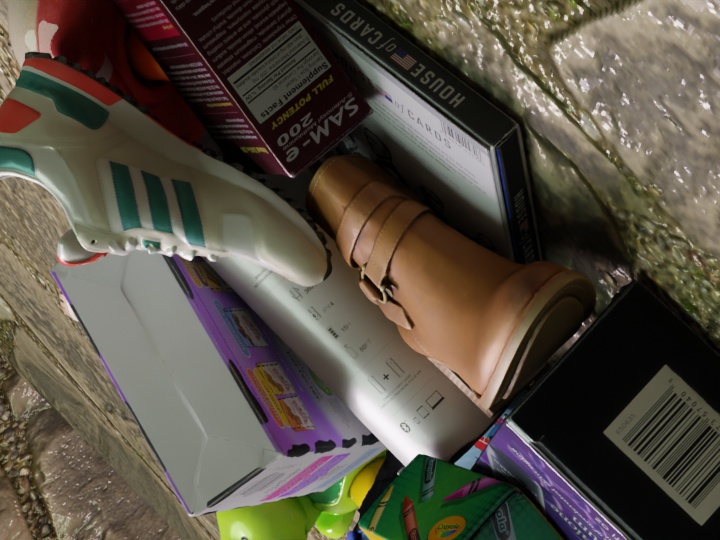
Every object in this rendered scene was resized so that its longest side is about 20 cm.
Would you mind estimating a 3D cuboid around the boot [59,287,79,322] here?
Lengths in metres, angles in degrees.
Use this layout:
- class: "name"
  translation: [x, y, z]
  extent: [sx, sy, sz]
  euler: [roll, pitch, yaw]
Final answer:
- class: "boot"
  translation: [-0.125, 0.031, 1.493]
  extent: [0.107, 0.075, 0.200]
  euler: [28, 165, 24]

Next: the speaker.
- class: "speaker"
  translation: [-0.006, 0.023, 1.309]
  extent: [0.200, 0.081, 0.081]
  euler: [45, 166, -3]

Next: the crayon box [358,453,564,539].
- class: "crayon box"
  translation: [0.098, 0.195, 1.251]
  extent: [0.200, 0.058, 0.119]
  euler: [50, 165, -20]

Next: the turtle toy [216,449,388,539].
- class: "turtle toy"
  translation: [-0.034, 0.117, 1.577]
  extent: [0.101, 0.202, 0.145]
  euler: [24, 169, -30]

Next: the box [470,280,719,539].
- class: "box"
  translation: [0.147, 0.112, 1.213]
  extent: [0.148, 0.104, 0.200]
  euler: [43, 165, 8]

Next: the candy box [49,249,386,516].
- class: "candy box"
  translation: [-0.074, 0.052, 1.370]
  extent: [0.168, 0.071, 0.200]
  euler: [59, -163, 13]

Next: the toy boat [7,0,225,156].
- class: "toy boat"
  translation: [-0.108, -0.131, 1.301]
  extent: [0.130, 0.131, 0.200]
  euler: [-2, 140, 29]

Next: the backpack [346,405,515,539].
- class: "backpack"
  translation: [0.102, 0.167, 1.402]
  extent: [0.182, 0.135, 0.200]
  euler: [36, 157, -12]

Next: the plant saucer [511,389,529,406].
- class: "plant saucer"
  translation: [0.117, 0.130, 1.527]
  extent: [0.070, 0.019, 0.200]
  euler: [39, 165, 26]

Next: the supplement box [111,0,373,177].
- class: "supplement box"
  translation: [-0.086, -0.144, 1.187]
  extent: [0.201, 0.061, 0.109]
  euler: [54, 168, -14]

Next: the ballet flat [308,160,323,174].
- class: "ballet flat"
  translation: [0.000, 0.000, 1.382]
  extent: [0.200, 0.069, 0.071]
  euler: [43, -170, -2]

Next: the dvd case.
- class: "dvd case"
  translation: [0.033, -0.060, 1.229]
  extent: [0.150, 0.025, 0.200]
  euler: [39, 164, 25]

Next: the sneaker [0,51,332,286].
- class: "sneaker"
  translation: [-0.114, -0.030, 1.223]
  extent: [0.199, 0.094, 0.070]
  euler: [33, 174, -5]

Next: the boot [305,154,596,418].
- class: "boot"
  translation: [0.041, -0.007, 1.187]
  extent: [0.155, 0.077, 0.200]
  euler: [48, 173, 6]
